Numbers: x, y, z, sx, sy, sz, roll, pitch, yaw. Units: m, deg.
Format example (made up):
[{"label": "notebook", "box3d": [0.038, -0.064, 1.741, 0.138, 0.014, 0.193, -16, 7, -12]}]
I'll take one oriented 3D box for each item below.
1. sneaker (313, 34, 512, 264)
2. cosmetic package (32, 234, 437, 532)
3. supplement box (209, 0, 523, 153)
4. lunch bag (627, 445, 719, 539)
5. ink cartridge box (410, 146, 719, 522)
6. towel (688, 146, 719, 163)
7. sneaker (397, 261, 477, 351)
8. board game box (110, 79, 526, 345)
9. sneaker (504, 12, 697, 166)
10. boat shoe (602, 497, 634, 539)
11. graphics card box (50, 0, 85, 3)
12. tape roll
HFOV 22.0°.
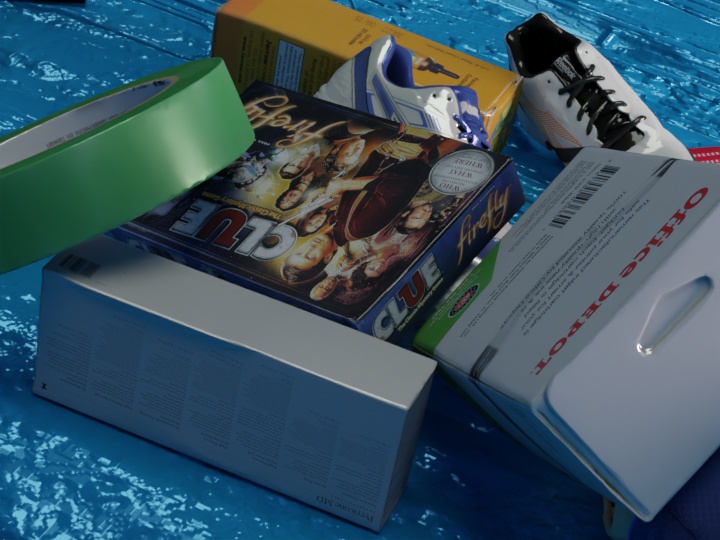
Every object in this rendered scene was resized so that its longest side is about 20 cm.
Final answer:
[{"label": "sneaker", "box3d": [0.048, -0.066, 1.109, 0.200, 0.088, 0.075, 44, 8, 27]}, {"label": "cosmetic package", "box3d": [-0.066, 0.054, 0.942, 0.199, 0.083, 0.051, 21, 34, 12]}, {"label": "supplement box", "box3d": [0.002, -0.125, 1.221, 0.199, 0.069, 0.067, 22, 37, 16]}, {"label": "lunch bag", "box3d": [0.228, 0.126, 0.841, 0.200, 0.136, 0.132, -47, 53, -2]}, {"label": "ink cartridge box", "box3d": [0.122, 0.023, 0.890, 0.084, 0.146, 0.200, 45, -4, -14]}, {"label": "towel", "box3d": [0.257, -0.023, 1.191, 0.144, 0.023, 0.200, -4, 38, -22]}, {"label": "sneaker", "box3d": [0.000, 0.000, 1.061, 0.072, 0.073, 0.200, -43, 45, -17]}, {"label": "board game box", "box3d": [-0.027, -0.032, 1.026, 0.199, 0.035, 0.136, 20, 56, 39]}, {"label": "sneaker", "box3d": [0.150, -0.094, 1.193, 0.074, 0.080, 0.200, -35, 45, -7]}, {"label": "boat shoe", "box3d": [0.145, 0.069, 0.996, 0.062, 0.072, 0.201, 2, 41, -9]}, {"label": "graphics card box", "box3d": [-0.280, -0.254, 1.265, 0.198, 0.126, 0.051, 3, 36, -11]}, {"label": "tape roll", "box3d": [-0.156, -0.053, 0.995, 0.199, 0.048, 0.201, -22, 13, 5]}]
